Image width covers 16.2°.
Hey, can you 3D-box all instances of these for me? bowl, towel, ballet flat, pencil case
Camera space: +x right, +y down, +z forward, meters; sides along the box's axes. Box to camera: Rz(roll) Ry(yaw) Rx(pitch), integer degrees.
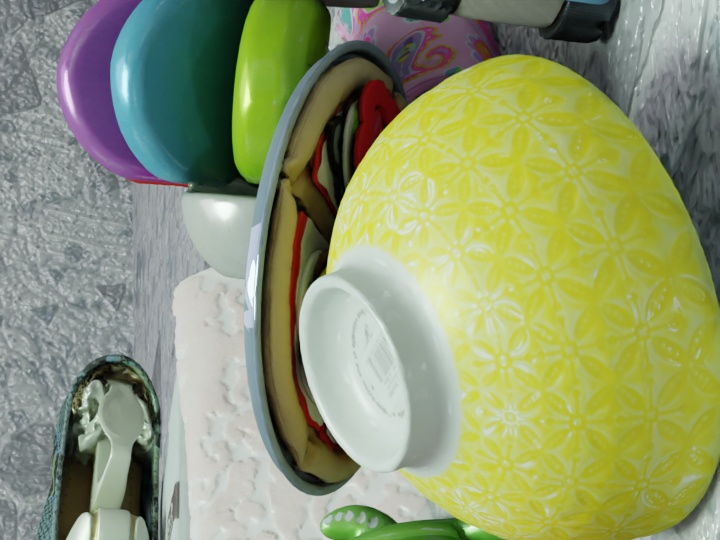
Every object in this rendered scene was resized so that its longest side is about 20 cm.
[{"bbox_3d":[0.041,0.025,0.994,0.200,0.107,0.202,37,137,46],"label":"bowl"},{"bbox_3d":[-0.004,0.060,1.269,0.032,0.190,0.201,53,-157,-48],"label":"towel"},{"bbox_3d":[-0.138,0.129,1.354,0.074,0.074,0.201,104,164,-50],"label":"ballet flat"},{"bbox_3d":[0.036,-0.100,1.312,0.200,0.087,0.088,-106,20,-62],"label":"pencil case"}]

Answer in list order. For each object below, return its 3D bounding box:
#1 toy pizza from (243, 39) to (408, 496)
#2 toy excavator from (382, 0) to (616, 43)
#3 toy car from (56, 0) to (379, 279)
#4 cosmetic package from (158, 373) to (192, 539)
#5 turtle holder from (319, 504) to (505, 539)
[{"bbox_3d":[0.000,0.000,1.116,0.200,0.031,0.202,6,-90,-70],"label":"toy pizza"},{"bbox_3d":[0.085,-0.175,1.071,0.201,0.099,0.196,116,154,-47],"label":"toy excavator"},{"bbox_3d":[-0.069,-0.087,1.207,0.200,0.149,0.177,-137,54,-88],"label":"toy car"},{"bbox_3d":[-0.024,0.182,1.348,0.165,0.164,0.201,102,168,-52],"label":"cosmetic package"},{"bbox_3d":[0.039,0.187,1.142,0.142,0.184,0.132,64,178,-27],"label":"turtle holder"}]
